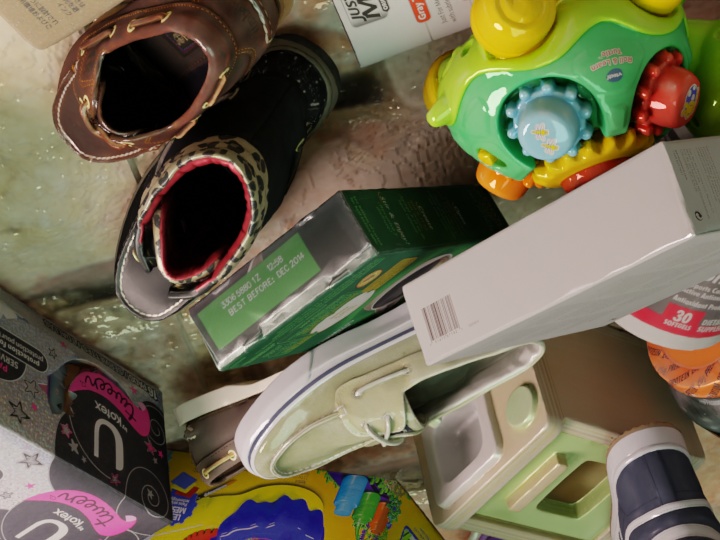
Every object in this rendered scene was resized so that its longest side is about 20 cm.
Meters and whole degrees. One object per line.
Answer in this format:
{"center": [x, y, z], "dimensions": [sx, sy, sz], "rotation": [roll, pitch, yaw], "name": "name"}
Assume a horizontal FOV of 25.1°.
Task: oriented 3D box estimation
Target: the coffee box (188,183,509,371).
{"center": [0.000, 0.000, 0.936], "dimensions": [0.123, 0.044, 0.200], "rotation": [-37, 168, 25], "name": "coffee box"}

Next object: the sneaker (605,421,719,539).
{"center": [0.210, 0.195, 1.066], "dimensions": [0.070, 0.109, 0.201], "rotation": [-20, 141, 4], "name": "sneaker"}

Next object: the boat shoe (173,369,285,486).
{"center": [-0.032, 0.088, 1.051], "dimensions": [0.199, 0.060, 0.072], "rotation": [-21, 173, 26], "name": "boat shoe"}

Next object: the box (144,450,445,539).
{"center": [-0.066, 0.242, 1.092], "dimensions": [0.199, 0.194, 0.122], "rotation": [2, 147, 31], "name": "box"}

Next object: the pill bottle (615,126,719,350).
{"center": [0.214, -0.056, 0.950], "dimensions": [0.110, 0.111, 0.201], "rotation": [6, 135, -19], "name": "pill bottle"}

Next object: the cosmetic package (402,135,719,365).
{"center": [0.141, -0.012, 0.847], "dimensions": [0.150, 0.052, 0.200], "rotation": [-7, 164, -41], "name": "cosmetic package"}

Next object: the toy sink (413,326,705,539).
{"center": [0.111, 0.107, 1.101], "dimensions": [0.199, 0.113, 0.130], "rotation": [20, 129, -30], "name": "toy sink"}

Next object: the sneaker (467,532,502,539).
{"center": [0.163, 0.202, 1.238], "dimensions": [0.200, 0.084, 0.080], "rotation": [-37, 132, 26], "name": "sneaker"}

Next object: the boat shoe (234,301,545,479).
{"center": [0.016, 0.069, 0.951], "dimensions": [0.199, 0.062, 0.072], "rotation": [-34, 141, 7], "name": "boat shoe"}

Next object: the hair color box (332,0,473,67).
{"center": [0.073, -0.187, 0.813], "dimensions": [0.198, 0.062, 0.102], "rotation": [-19, 138, 7], "name": "hair color box"}

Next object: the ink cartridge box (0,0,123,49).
{"center": [-0.144, -0.218, 0.719], "dimensions": [0.164, 0.075, 0.200], "rotation": [-28, 135, 15], "name": "ink cartridge box"}

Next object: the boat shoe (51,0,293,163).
{"center": [-0.110, -0.097, 0.812], "dimensions": [0.070, 0.071, 0.200], "rotation": [41, 146, -13], "name": "boat shoe"}

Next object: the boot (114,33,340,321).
{"center": [-0.095, -0.024, 0.874], "dimensions": [0.073, 0.154, 0.204], "rotation": [36, 120, -6], "name": "boot"}

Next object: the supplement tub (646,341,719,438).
{"center": [0.290, 0.071, 1.097], "dimensions": [0.122, 0.123, 0.199], "rotation": [-38, 133, 26], "name": "supplement tub"}

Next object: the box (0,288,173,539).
{"center": [-0.231, 0.106, 1.018], "dimensions": [0.132, 0.115, 0.200], "rotation": [-32, 135, 21], "name": "box"}

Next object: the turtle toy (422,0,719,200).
{"center": [0.127, -0.096, 0.821], "dimensions": [0.198, 0.102, 0.146], "rotation": [-16, 170, -13], "name": "turtle toy"}
